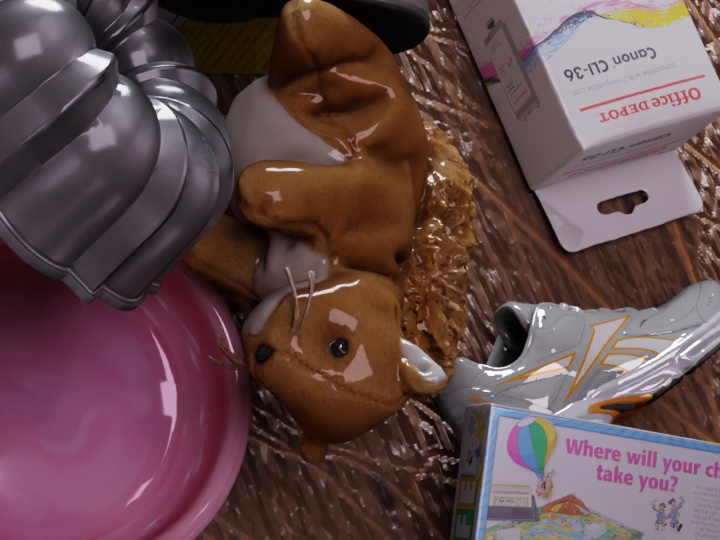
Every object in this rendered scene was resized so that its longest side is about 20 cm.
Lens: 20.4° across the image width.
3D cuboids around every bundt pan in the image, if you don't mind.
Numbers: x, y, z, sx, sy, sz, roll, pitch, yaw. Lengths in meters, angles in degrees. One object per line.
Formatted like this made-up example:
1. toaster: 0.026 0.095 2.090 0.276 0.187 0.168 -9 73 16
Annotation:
1. bundt pan: -0.127 -0.087 0.884 0.202 0.076 0.202 50 15 -18

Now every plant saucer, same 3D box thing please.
1. plant saucer: -0.154 0.061 0.982 0.199 0.051 0.202 9 67 -22

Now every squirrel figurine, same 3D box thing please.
1. squirrel figurine: 0.000 0.000 0.997 0.199 0.141 0.188 22 43 -47

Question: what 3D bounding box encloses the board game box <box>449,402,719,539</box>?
1. board game box: 0.142 0.151 1.031 0.198 0.034 0.136 11 81 -19

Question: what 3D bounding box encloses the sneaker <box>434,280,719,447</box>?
1. sneaker: 0.125 0.043 1.104 0.199 0.076 0.092 -31 81 -31

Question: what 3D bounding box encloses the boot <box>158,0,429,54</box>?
1. boot: -0.040 -0.208 1.006 0.199 0.069 0.176 15 63 -26

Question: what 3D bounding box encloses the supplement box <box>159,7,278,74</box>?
1. supplement box: -0.106 -0.176 1.058 0.198 0.109 0.111 -2 72 -25

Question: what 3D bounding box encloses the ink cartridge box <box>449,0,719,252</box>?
1. ink cartridge box: 0.136 -0.123 1.172 0.116 0.067 0.201 -17 78 -28
